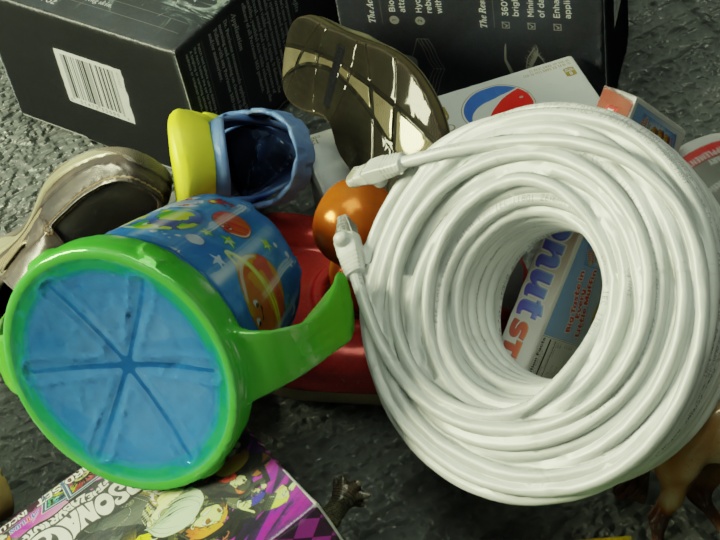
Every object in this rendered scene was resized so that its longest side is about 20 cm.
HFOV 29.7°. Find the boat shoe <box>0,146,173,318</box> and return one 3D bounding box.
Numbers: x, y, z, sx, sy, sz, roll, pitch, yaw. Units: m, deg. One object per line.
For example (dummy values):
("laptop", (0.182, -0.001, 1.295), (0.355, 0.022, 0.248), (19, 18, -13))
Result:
("boat shoe", (-0.183, -0.002, 0.847), (0.200, 0.074, 0.074), (-37, 41, 39))

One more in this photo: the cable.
("cable", (0.090, 0.017, 0.679), (0.199, 0.069, 0.201), (-20, 70, 30))

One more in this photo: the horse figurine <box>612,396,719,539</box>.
("horse figurine", (0.201, 0.096, 0.669), (0.199, 0.133, 0.050), (-2, 19, 38))

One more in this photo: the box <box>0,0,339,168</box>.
("box", (-0.144, -0.196, 1.040), (0.199, 0.124, 0.197), (20, 51, 28))

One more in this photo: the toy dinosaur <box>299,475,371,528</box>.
("toy dinosaur", (-0.047, 0.161, 0.704), (0.199, 0.077, 0.102), (12, 36, 17))

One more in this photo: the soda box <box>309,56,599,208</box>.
("soda box", (0.066, -0.076, 0.920), (0.199, 0.064, 0.068), (-18, 45, -5))

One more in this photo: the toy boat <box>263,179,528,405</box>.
("toy boat", (0.000, 0.000, 0.811), (0.199, 0.131, 0.131), (1, 46, 12))

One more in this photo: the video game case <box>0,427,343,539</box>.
("video game case", (-0.126, 0.154, 0.694), (0.200, 0.036, 0.181), (-36, 27, -11))

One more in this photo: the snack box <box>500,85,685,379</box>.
("snack box", (0.120, 0.004, 0.747), (0.024, 0.072, 0.201), (24, 94, 37))

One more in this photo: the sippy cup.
("sippy cup", (-0.098, 0.025, 0.721), (0.177, 0.140, 0.130), (30, 31, 6))

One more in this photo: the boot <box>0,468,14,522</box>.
("boot", (-0.318, 0.116, 0.748), (0.199, 0.066, 0.175), (-24, 54, -33))

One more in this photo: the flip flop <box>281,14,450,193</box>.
("flip flop", (0.008, -0.111, 0.879), (0.057, 0.082, 0.200), (7, 21, -32))

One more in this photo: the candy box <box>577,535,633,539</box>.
("candy box", (0.096, 0.221, 0.652), (0.102, 0.027, 0.201), (-4, 46, 2))

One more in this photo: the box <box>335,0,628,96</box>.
("box", (0.086, -0.223, 0.965), (0.199, 0.197, 0.118), (5, 46, 16))

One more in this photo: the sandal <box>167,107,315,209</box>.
("sandal", (-0.071, -0.069, 0.885), (0.086, 0.080, 0.200), (-5, 7, 0))

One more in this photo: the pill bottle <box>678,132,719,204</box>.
("pill bottle", (0.240, 0.022, 0.754), (0.113, 0.114, 0.200), (-24, 46, -12))
